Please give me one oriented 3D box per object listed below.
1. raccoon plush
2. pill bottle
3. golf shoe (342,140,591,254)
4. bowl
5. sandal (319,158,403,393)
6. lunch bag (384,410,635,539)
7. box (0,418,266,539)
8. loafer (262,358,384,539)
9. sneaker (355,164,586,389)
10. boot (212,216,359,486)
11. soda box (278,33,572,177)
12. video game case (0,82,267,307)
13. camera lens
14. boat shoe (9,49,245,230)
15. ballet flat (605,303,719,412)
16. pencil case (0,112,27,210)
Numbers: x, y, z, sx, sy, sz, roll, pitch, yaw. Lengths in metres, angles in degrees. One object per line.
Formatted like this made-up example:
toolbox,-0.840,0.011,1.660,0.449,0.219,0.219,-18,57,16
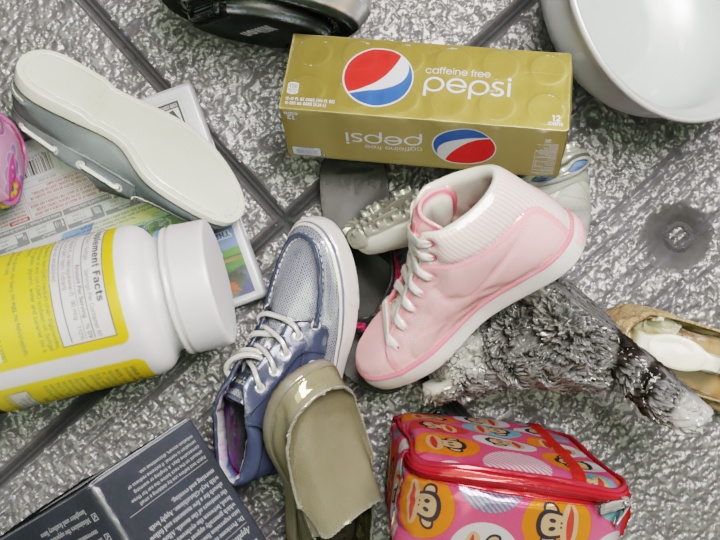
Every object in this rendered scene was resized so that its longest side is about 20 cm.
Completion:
raccoon plush,0.132,0.085,0.739,0.134,0.097,0.200,-53,52,13
pill bottle,-0.199,0.032,0.748,0.200,0.114,0.114,-13,90,0
golf shoe,0.089,-0.030,0.774,0.200,0.078,0.097,-17,103,-10
bowl,0.204,-0.197,0.756,0.201,0.090,0.201,4,81,-26
sandal,0.000,0.000,0.800,0.075,0.045,0.200,-8,90,0
lunch bag,0.107,0.157,0.723,0.176,0.200,0.082,9,92,-2
box,-0.146,0.236,0.743,0.148,0.107,0.200,-32,90,36
loafer,-0.019,0.151,0.747,0.076,0.068,0.200,-31,133,-29
sneaker,0.048,0.000,0.711,0.200,0.075,0.105,-38,125,26
boot,-0.059,0.062,0.756,0.073,0.090,0.200,13,105,39
soda box,0.047,-0.118,0.727,0.200,0.064,0.068,6,64,5
video game case,-0.198,-0.031,0.816,0.200,0.022,0.183,-20,90,0
camera lens,-0.062,-0.273,0.742,0.160,0.160,0.200,8,90,1
boat shoe,-0.181,-0.090,0.785,0.200,0.073,0.062,34,133,-7
ballet flat,0.279,0.077,0.785,0.200,0.065,0.071,13,92,1
pencil case,-0.353,-0.065,0.771,0.200,0.087,0.088,-13,90,12
